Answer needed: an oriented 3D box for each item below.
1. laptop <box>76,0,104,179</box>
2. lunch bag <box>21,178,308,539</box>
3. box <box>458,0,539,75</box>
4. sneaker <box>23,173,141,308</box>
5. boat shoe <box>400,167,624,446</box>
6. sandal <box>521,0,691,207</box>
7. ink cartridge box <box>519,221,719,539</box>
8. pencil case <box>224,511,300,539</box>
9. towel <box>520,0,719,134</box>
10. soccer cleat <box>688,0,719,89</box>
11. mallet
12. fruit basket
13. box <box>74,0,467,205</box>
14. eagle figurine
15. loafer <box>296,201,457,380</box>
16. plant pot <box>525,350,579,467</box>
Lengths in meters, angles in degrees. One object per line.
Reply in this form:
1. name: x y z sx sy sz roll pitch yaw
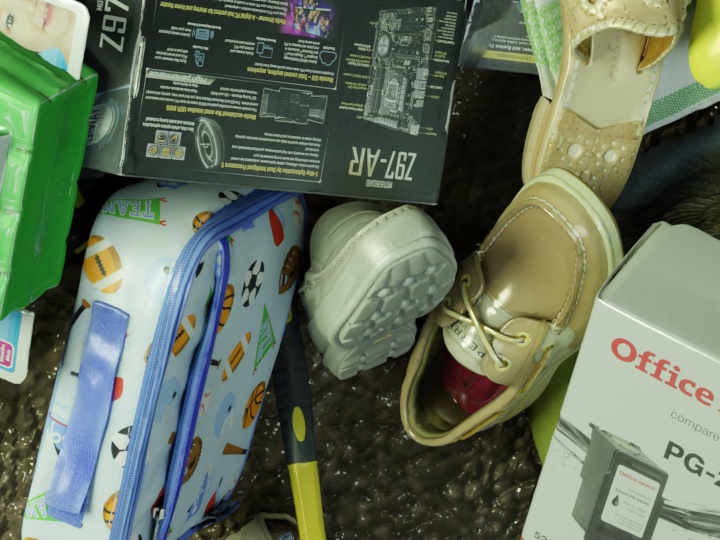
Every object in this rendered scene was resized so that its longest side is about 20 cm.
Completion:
1. laptop: -0.138 -0.141 1.332 0.200 0.103 0.178 -26 118 -40
2. lunch bag: -0.095 0.051 1.380 0.075 0.160 0.201 19 110 15
3. box: 0.146 -0.173 1.436 0.199 0.049 0.162 3 113 -26
4. sneaker: -0.188 -0.003 1.375 0.200 0.075 0.076 -37 161 -11
5. boat shoe: 0.071 0.027 1.412 0.066 0.074 0.200 -35 160 -32
6. sandal: 0.130 -0.113 1.358 0.077 0.070 0.213 0 114 -24
7. ink cartridge box: 0.166 0.099 1.377 0.083 0.145 0.201 -42 153 -48
8. pencil case: -0.093 0.217 1.511 0.200 0.089 0.078 -42 122 2
9. towel: 0.140 -0.166 1.397 0.149 0.031 0.201 -24 121 -12
10. soccer cleat: 0.194 -0.185 1.364 0.083 0.065 0.201 23 103 -11
11. mallet: -0.038 0.107 1.455 0.065 0.041 0.201 -14 84 -10
12. fruit basket: -0.223 -0.060 1.268 0.199 0.094 0.186 18 113 9
13. box: -0.036 -0.118 1.329 0.199 0.043 0.161 3 98 -43
14. eagle figurine: 0.219 -0.026 1.436 0.200 0.152 0.151 -43 135 19
15. loafer: 0.000 0.000 1.385 0.070 0.200 0.070 -23 80 -14
16. plant pot: 0.172 0.090 1.526 0.187 0.187 0.200 -36 109 -3
